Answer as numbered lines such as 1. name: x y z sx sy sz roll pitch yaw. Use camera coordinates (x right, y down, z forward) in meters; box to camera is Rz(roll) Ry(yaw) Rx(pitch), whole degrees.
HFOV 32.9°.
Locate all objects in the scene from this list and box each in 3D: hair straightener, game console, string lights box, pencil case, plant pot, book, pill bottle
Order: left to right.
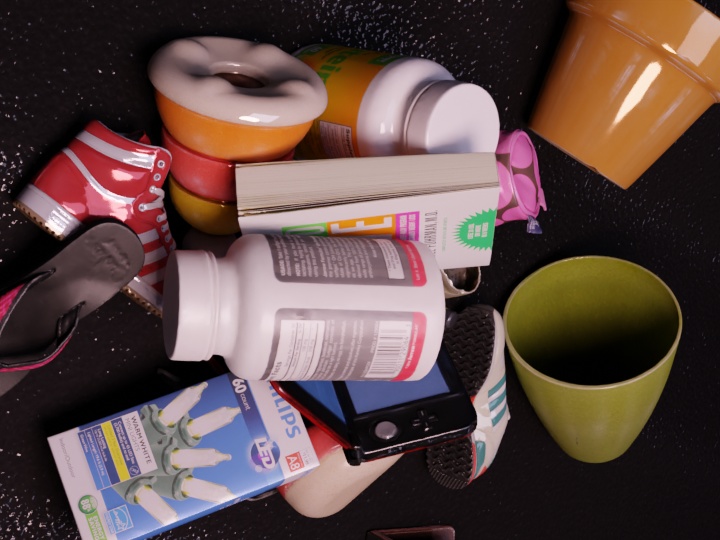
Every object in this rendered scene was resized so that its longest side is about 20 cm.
1. string lights box: -0.146 0.155 1.011 0.199 0.059 0.103 -20 78 -17
2. hair straightener: -0.126 0.149 1.113 0.077 0.041 0.200 -49 133 -18
3. pill bottle: -0.046 0.029 0.926 0.199 0.111 0.111 2 102 -18
4. game console: -0.007 0.056 1.058 0.172 0.200 0.119 -13 130 -8
5. book: 0.007 -0.039 0.978 0.134 0.199 0.048 85 -1 -62
6. pill bottle: 0.019 -0.130 1.039 0.111 0.200 0.111 -13 111 -38
7. pencil case: 0.066 -0.066 1.110 0.094 0.199 0.091 29 58 -60
8. plant pot: 0.257 0.120 1.354 0.187 0.187 0.200 -40 142 -25
9. plant pot: 0.274 -0.193 1.263 0.200 0.200 0.184 24 102 -42

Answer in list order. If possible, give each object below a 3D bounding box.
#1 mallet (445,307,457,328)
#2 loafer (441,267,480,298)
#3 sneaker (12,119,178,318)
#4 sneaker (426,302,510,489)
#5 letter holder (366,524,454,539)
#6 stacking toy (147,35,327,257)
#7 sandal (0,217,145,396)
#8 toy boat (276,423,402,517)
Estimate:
1. mallet: 0.000 0.000 1.069 0.041 0.200 0.066 -62 164 1
2. loafer: 0.078 -0.058 1.201 0.076 0.068 0.200 -38 124 -27
3. sneaker: -0.172 -0.037 0.990 0.113 0.071 0.200 -54 128 -10
4. sneaker: 0.124 0.130 1.310 0.093 0.070 0.201 -7 106 -58
5. letter holder: 0.069 0.388 1.307 0.142 0.100 0.201 6 98 -44
6. stacking toy: -0.115 -0.082 1.014 0.146 0.146 0.201 -12 129 -38
7. sandal: -0.248 0.037 0.921 0.200 0.045 0.075 -39 122 6
8. toy boat: -0.019 0.138 1.150 0.131 0.131 0.200 -47 172 32
